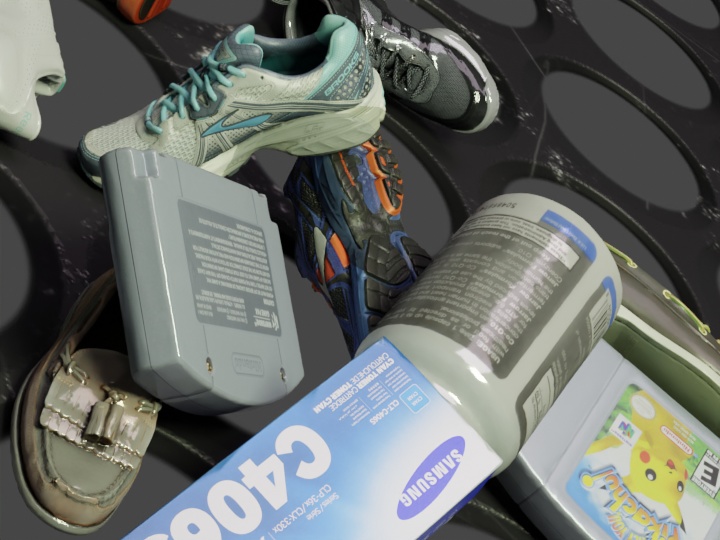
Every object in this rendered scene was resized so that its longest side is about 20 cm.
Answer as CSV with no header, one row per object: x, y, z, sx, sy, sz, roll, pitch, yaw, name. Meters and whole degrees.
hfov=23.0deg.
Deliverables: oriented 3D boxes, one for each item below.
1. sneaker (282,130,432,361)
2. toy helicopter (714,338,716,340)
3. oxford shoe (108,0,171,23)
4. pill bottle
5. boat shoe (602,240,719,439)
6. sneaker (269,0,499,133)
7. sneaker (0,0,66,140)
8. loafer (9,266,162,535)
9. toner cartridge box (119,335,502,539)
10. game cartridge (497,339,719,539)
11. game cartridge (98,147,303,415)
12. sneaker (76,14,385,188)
0.000,0.000,1.156,0.075,0.078,0.201,6,60,-37,sneaker
0.181,0.099,1.225,0.132,0.079,0.200,40,41,-11,toy helicopter
-0.145,-0.251,1.340,0.072,0.071,0.200,36,29,5,oxford shoe
0.065,0.054,1.058,0.114,0.114,0.200,40,52,3,pill bottle
0.206,0.049,1.191,0.201,0.072,0.061,38,56,2,boat shoe
0.012,-0.169,1.402,0.200,0.076,0.114,39,29,12,sneaker
-0.221,-0.153,1.133,0.088,0.075,0.201,39,33,-26,sneaker
-0.134,0.052,0.938,0.072,0.063,0.200,31,30,-16,loafer
-0.029,0.126,0.892,0.095,0.043,0.200,46,57,11,toner cartridge box
0.179,0.142,1.135,0.200,0.040,0.133,40,56,-1,game cartridge
-0.084,0.012,0.973,0.200,0.040,0.134,20,55,-72,game cartridge
-0.086,-0.112,1.112,0.199,0.087,0.078,-18,45,-6,sneaker
